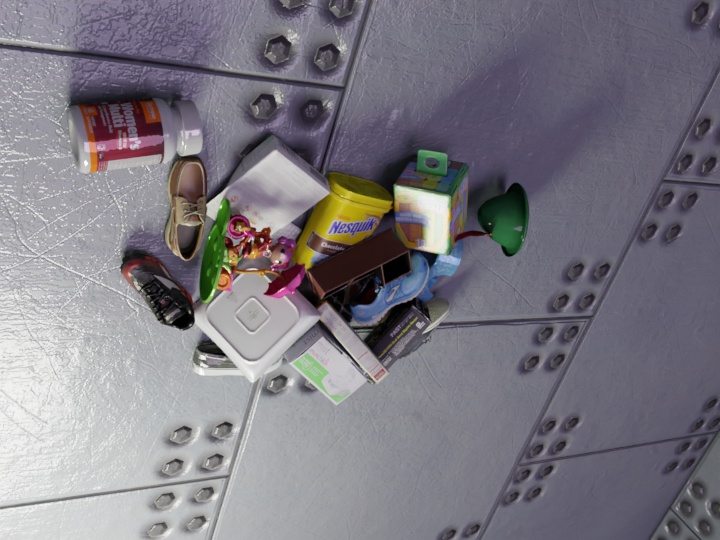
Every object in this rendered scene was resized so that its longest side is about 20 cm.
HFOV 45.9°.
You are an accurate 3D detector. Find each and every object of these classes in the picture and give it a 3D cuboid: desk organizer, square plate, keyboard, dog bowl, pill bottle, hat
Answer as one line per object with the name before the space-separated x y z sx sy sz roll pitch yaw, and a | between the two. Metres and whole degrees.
desk organizer | 0.000 0.000 1.712 0.200 0.077 0.072 -27 139 -14
square plate | -0.215 0.089 1.701 0.200 0.198 0.028 -44 179 4
keyboard | -0.201 -0.019 1.730 0.200 0.011 0.056 -50 134 10
dog bowl | 0.153 -0.015 1.868 0.050 0.112 0.200 14 139 -22
pill bottle | -0.369 -0.226 1.397 0.200 0.110 0.110 -12 129 -25
hat | 0.261 -0.117 1.864 0.176 0.200 0.166 2 80 -10

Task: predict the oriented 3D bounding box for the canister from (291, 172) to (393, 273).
canister | -0.040 -0.086 1.728 0.148 0.087 0.200 9 120 -39

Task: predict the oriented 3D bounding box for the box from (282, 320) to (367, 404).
box | -0.097 0.162 1.818 0.097 0.177 0.200 -39 135 1

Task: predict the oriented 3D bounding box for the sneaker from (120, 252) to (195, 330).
sneaker | -0.377 0.046 1.610 0.071 0.098 0.200 -36 133 -1

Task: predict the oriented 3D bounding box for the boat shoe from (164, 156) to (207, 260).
boat shoe | -0.310 -0.108 1.549 0.076 0.074 0.200 -8 127 -28

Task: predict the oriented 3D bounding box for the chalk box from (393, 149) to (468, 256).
chalk box | 0.145 -0.152 1.736 0.124 0.124 0.200 -57 152 -44

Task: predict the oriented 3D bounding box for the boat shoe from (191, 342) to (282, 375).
boat shoe | -0.256 0.181 1.807 0.200 0.071 0.064 -2 125 -29

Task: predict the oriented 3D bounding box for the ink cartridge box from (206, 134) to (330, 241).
ink cartridge box | -0.184 -0.148 1.630 0.200 0.050 0.161 -33 136 21

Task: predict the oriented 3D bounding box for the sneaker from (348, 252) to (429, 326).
sneaker | 0.059 0.032 1.774 0.200 0.078 0.090 -41 142 -4

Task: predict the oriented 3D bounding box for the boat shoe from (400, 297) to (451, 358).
boat shoe | 0.139 0.140 2.026 0.200 0.075 0.062 -44 140 11

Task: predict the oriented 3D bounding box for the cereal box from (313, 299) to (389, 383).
cereal box | -0.022 0.144 1.782 0.040 0.144 0.200 -42 94 -3

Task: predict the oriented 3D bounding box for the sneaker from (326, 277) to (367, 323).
sneaker | -0.006 0.045 1.860 0.083 0.081 0.200 -15 142 -51

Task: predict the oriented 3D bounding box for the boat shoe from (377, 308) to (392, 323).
boat shoe | 0.059 0.038 1.902 0.064 0.071 0.200 -3 133 -38

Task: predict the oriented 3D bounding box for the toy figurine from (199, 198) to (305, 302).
toy figurine | -0.193 -0.023 1.618 0.184 0.150 0.200 10 104 -23

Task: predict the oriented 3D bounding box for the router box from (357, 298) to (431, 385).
router box | 0.072 0.150 1.929 0.062 0.150 0.200 41 100 -6
